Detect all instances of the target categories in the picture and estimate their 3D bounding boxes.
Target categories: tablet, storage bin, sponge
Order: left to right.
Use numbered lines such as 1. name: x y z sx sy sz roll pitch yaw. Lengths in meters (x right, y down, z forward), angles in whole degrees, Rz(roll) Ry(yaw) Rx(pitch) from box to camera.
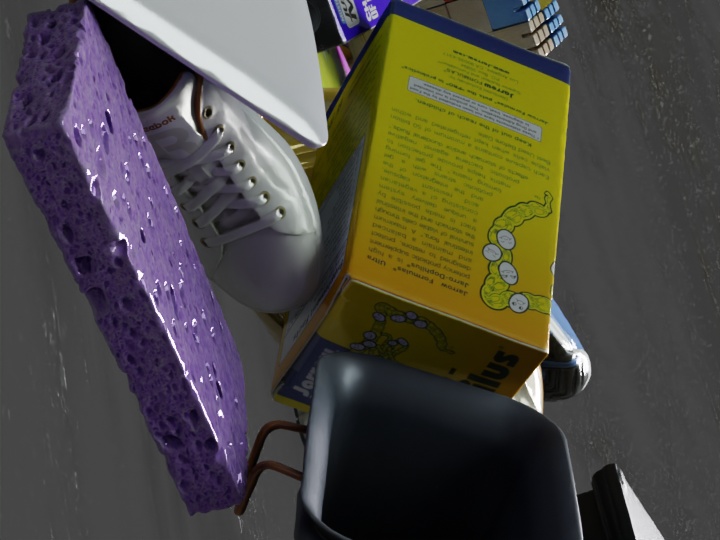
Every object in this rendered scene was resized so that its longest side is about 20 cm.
1. sponge: -0.094 -0.004 0.898 0.112 0.030 0.200 -96 167 -58
2. tablet: -0.091 -0.142 0.948 0.200 0.014 0.130 32 33 -34
3. storage bin: 0.008 0.141 0.956 0.200 0.145 0.135 -87 -165 -71

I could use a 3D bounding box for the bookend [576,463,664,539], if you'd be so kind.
1. bookend: 0.079 0.211 1.106 0.200 0.198 0.092 55 19 -52

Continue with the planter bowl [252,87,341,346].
1. planter bowl: 0.000 0.000 1.204 0.084 0.200 0.201 120 -34 -48

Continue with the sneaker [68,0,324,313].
1. sneaker: -0.082 -0.056 0.984 0.200 0.073 0.085 61 17 -18

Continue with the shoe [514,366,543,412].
1. shoe: 0.072 0.113 1.238 0.053 0.070 0.201 112 -19 -88

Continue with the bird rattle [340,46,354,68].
1. bird rattle: -0.016 -0.208 1.530 0.113 0.199 0.164 -33 144 -70

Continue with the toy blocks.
1. toy blocks: 0.065 -0.152 1.366 0.100 0.136 0.201 -44 117 -57

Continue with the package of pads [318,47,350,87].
1. package of pads: -0.033 -0.090 1.397 0.200 0.068 0.155 62 13 -54

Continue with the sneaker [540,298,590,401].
1. sneaker: 0.073 -0.006 1.308 0.200 0.076 0.077 48 46 2

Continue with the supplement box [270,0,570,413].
1. supplement box: 0.034 -0.022 1.104 0.109 0.109 0.200 123 -18 -47

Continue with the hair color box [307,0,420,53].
1. hair color box: -0.035 -0.157 1.199 0.065 0.109 0.200 70 22 -11

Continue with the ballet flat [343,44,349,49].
1. ballet flat: -0.042 -0.216 1.464 0.200 0.068 0.068 54 46 -3

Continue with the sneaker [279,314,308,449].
1. sneaker: 0.002 0.070 1.248 0.078 0.079 0.201 58 18 -64
